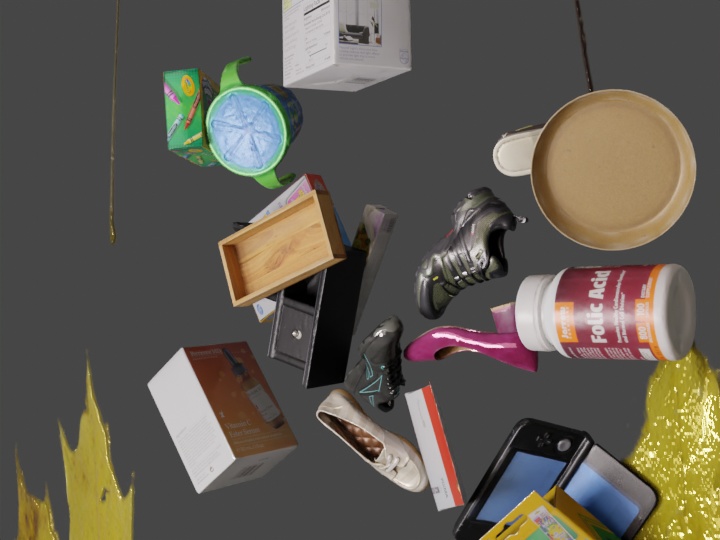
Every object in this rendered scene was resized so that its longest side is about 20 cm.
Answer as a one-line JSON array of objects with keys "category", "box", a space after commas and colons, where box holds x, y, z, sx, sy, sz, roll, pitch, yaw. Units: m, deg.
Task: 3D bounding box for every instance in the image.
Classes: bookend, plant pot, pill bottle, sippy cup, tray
[{"category": "bookend", "box": [-0.107, 0.045, 1.549, 0.198, 0.091, 0.202, 18, 102, 36]}, {"category": "plant pot", "box": [0.309, -0.124, 1.274, 0.197, 0.028, 0.203, 6, 114, 14]}, {"category": "pill bottle", "box": [0.298, 0.051, 1.275, 0.198, 0.113, 0.116, -2, 89, 37]}, {"category": "sippy cup", "box": [-0.152, -0.227, 1.593, 0.138, 0.130, 0.180, 19, 115, 10]}, {"category": "tray", "box": [-0.113, -0.029, 1.472, 0.198, 0.037, 0.100, -25, 75, 35]}]

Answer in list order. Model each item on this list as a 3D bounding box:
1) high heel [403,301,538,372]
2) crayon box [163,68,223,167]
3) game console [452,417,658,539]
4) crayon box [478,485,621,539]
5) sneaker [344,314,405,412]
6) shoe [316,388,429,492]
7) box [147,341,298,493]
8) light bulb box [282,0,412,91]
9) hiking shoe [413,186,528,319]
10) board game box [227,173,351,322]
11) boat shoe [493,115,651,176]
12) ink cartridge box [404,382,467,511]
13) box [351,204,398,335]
[{"category": "high heel", "box": [0.150, 0.118, 1.425, 0.198, 0.067, 0.097, -21, 73, 25]}, {"category": "crayon box", "box": [-0.254, -0.238, 1.644, 0.057, 0.200, 0.121, -4, 87, 6]}, {"category": "game console", "box": [0.244, 0.312, 1.326, 0.202, 0.174, 0.117, -62, 30, 19]}, {"category": "crayon box", "box": [0.253, 0.360, 1.298, 0.199, 0.052, 0.126, 40, 116, -5]}, {"category": "sneaker", "box": [0.037, 0.134, 1.479, 0.079, 0.075, 0.201, 44, 150, 16]}, {"category": "shoe", "box": [0.017, 0.256, 1.515, 0.199, 0.053, 0.070, 40, 122, 15]}, {"category": "box", "box": [-0.219, 0.229, 1.651, 0.106, 0.151, 0.202, -42, 67, 30]}, {"category": "light bulb box", "box": [-0.024, -0.371, 1.467, 0.198, 0.123, 0.204, -179, 88, -65]}, {"category": "hiking shoe", "box": [0.147, -0.008, 1.415, 0.100, 0.075, 0.202, 39, 112, 34]}, {"category": "board game box", "box": [-0.111, -0.033, 1.634, 0.199, 0.040, 0.155, -35, 70, 33]}, {"category": "boat shoe", "box": [0.270, -0.161, 1.320, 0.197, 0.060, 0.073, -6, 108, 19]}, {"category": "ink cartridge box", "box": [0.099, 0.237, 1.387, 0.056, 0.200, 0.165, -17, 78, 7]}, {"category": "box", "box": [0.000, 0.000, 1.550, 0.038, 0.041, 0.203, 30, 109, 34]}]
